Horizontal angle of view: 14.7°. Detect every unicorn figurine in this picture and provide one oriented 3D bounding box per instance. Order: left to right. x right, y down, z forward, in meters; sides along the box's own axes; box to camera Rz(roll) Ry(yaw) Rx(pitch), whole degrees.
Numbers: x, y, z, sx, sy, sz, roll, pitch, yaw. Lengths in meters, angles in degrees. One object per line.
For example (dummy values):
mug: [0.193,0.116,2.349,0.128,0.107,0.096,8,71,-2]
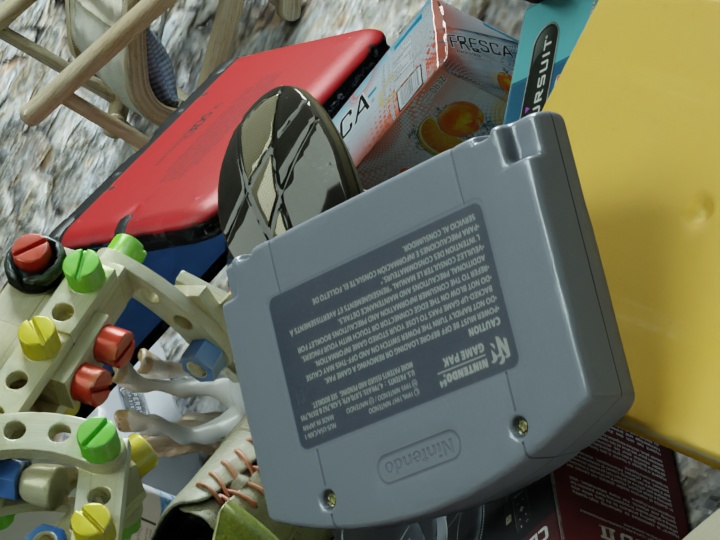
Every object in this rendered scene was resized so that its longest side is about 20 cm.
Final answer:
unicorn figurine: [-0.049,0.055,1.411,0.200,0.137,0.074,148,131,-73]

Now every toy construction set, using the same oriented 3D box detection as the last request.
toy construction set: [-0.117,0.052,1.265,0.200,0.131,0.092,-49,-33,-44]

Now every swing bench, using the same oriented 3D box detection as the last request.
swing bench: [-0.134,-0.173,1.763,0.200,0.130,0.199,-58,25,5]

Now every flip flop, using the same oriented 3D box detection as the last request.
flip flop: [0.000,0.000,1.348,0.081,0.058,0.200,-45,69,23]

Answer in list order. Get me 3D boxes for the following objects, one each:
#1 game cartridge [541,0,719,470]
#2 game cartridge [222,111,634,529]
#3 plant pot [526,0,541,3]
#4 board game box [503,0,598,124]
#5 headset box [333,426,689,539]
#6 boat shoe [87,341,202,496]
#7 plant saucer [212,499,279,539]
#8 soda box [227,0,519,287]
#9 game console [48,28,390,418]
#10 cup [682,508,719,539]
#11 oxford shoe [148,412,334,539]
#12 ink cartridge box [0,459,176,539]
game cartridge: [0.139,-0.018,1.087,0.200,0.032,0.176,22,83,46]
game cartridge: [0.024,0.031,1.117,0.200,0.042,0.133,-24,79,46]
plant pot: [0.087,-0.232,1.286,0.200,0.187,0.187,-62,25,9]
board game box: [0.133,-0.073,1.225,0.200,0.047,0.151,-25,47,56]
headset box: [0.061,0.113,1.172,0.149,0.077,0.200,-50,30,31]
boat shoe: [-0.132,0.116,1.586,0.200,0.071,0.070,-110,22,-52]
plant saucer: [-0.037,0.228,1.205,0.200,0.048,0.200,70,-152,-61]
soda box: [0.010,-0.041,1.418,0.200,0.068,0.064,-49,27,32]
game console: [-0.071,-0.024,1.505,0.172,0.119,0.200,-9,28,37]
cup: [0.170,0.128,0.838,0.200,0.200,0.143,-52,2,28]
oxford shoe: [-0.045,0.106,1.278,0.071,0.074,0.200,27,83,21]
ink cartridge box: [-0.134,0.151,1.381,0.145,0.200,0.084,-14,56,61]
